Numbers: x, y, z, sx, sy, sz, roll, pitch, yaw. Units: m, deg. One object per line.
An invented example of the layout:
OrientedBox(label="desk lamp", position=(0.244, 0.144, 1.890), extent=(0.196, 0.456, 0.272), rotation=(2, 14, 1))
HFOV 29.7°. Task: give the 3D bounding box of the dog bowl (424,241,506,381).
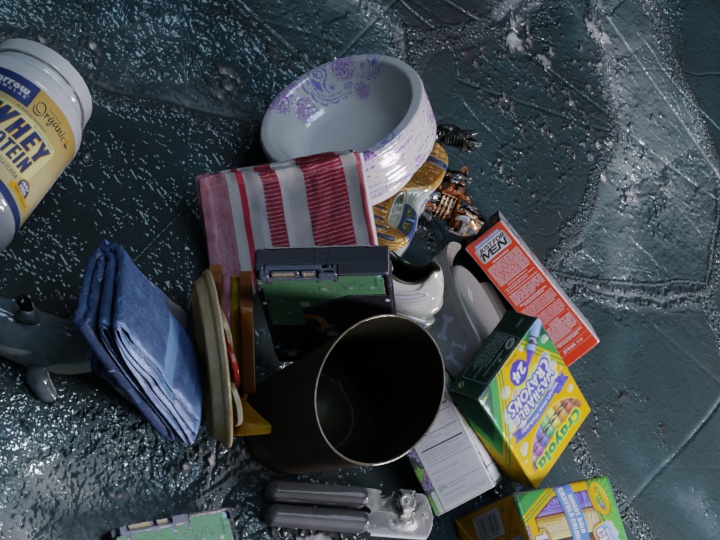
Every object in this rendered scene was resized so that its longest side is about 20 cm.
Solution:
OrientedBox(label="dog bowl", position=(0.132, 0.066, 1.652), extent=(0.200, 0.058, 0.201), rotation=(53, 19, -27))

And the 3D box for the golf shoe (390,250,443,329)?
OrientedBox(label="golf shoe", position=(0.000, 0.000, 1.536), extent=(0.199, 0.098, 0.079), rotation=(12, 44, -3))

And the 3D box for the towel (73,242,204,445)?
OrientedBox(label="towel", position=(-0.204, 0.072, 1.311), extent=(0.200, 0.048, 0.112), rotation=(61, 21, -45))

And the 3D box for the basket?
OrientedBox(label="basket", position=(-0.032, 0.146, 1.443), extent=(0.136, 0.200, 0.180), rotation=(52, 53, -7))

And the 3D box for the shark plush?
OrientedBox(label="shark plush", position=(-0.337, 0.041, 1.354), extent=(0.200, 0.083, 0.091), rotation=(40, 50, -13))

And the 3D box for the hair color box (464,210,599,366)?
OrientedBox(label="hair color box", position=(0.219, 0.023, 1.755), extent=(0.200, 0.064, 0.111), rotation=(52, 9, -4))

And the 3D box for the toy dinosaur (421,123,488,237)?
OrientedBox(label="toy dinosaur", position=(0.085, -0.126, 1.737), extent=(0.200, 0.102, 0.136), rotation=(52, 47, -4))

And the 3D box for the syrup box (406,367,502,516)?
OrientedBox(label="syrup box", position=(0.084, 0.174, 1.584), extent=(0.201, 0.081, 0.079), rotation=(63, 10, 7))

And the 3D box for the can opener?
OrientedBox(label="can opener", position=(-0.015, 0.270, 1.507), extent=(0.199, 0.067, 0.054), rotation=(8, 63, -19))

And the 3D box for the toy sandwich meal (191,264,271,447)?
OrientedBox(label="toy sandwich meal", position=(-0.132, 0.087, 1.422), extent=(0.070, 0.205, 0.207), rotation=(-7, 70, -11))

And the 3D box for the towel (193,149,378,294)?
OrientedBox(label="towel", position=(-0.082, -0.049, 1.503), extent=(0.023, 0.199, 0.145), rotation=(-31, 112, -71))

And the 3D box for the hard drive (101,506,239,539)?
OrientedBox(label="hard drive", position=(-0.172, 0.346, 1.354), extent=(0.139, 0.038, 0.201), rotation=(-4, 71, -38))

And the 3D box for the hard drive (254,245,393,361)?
OrientedBox(label="hard drive", position=(-0.032, 0.038, 1.446), extent=(0.139, 0.200, 0.038), rotation=(-2, 61, 5))

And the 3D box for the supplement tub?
OrientedBox(label="supplement tub", position=(-0.372, -0.126, 1.373), extent=(0.144, 0.144, 0.201), rotation=(38, 51, -15))

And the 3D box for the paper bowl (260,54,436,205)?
OrientedBox(label="paper bowl", position=(-0.009, -0.151, 1.588), extent=(0.201, 0.199, 0.105), rotation=(-66, 147, -37))

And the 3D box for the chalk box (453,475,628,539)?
OrientedBox(label="chalk box", position=(0.234, 0.323, 1.608), extent=(0.199, 0.125, 0.125), rotation=(-2, 69, -36))

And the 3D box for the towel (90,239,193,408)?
OrientedBox(label="towel", position=(-0.218, 0.073, 1.390), extent=(0.200, 0.024, 0.148), rotation=(55, 30, -59))

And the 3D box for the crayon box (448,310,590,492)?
OrientedBox(label="crayon box", position=(0.194, 0.161, 1.581), extent=(0.126, 0.051, 0.200), rotation=(-51, 129, -22))

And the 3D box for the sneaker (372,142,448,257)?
OrientedBox(label="sneaker", position=(0.044, -0.079, 1.649), extent=(0.075, 0.088, 0.201), rotation=(26, 51, 4))
